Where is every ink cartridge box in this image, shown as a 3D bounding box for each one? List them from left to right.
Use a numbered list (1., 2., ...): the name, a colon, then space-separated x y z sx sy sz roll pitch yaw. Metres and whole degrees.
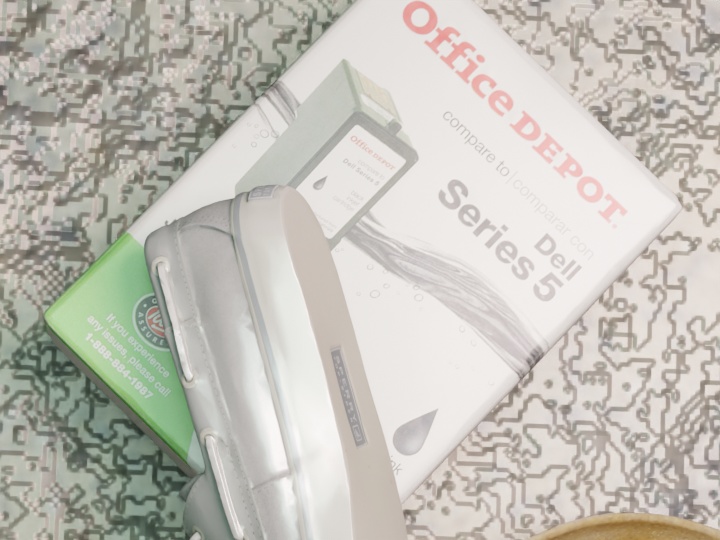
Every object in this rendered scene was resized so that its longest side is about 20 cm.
1. ink cartridge box: 0.000 0.000 1.130 0.145 0.084 0.200 44 83 2

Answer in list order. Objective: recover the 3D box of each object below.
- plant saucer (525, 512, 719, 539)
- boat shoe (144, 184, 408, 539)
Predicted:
1. plant saucer: 0.101 0.192 1.119 0.199 0.035 0.201 4 77 -19
2. boat shoe: -0.031 0.073 1.048 0.068 0.072 0.201 -14 92 17
